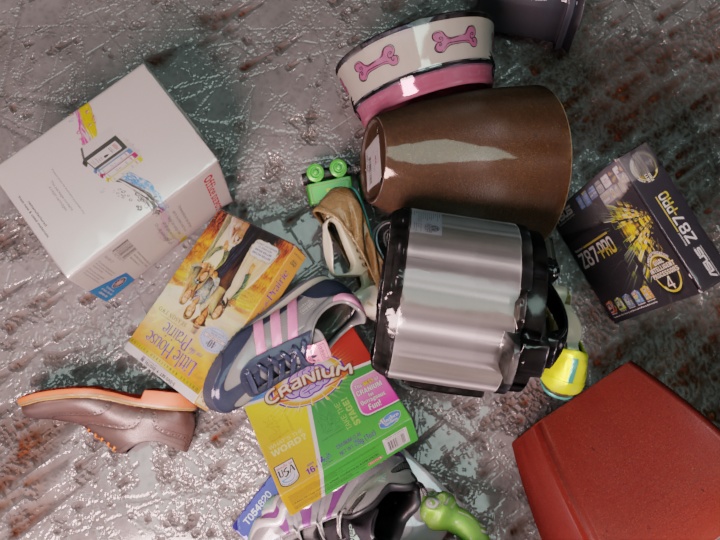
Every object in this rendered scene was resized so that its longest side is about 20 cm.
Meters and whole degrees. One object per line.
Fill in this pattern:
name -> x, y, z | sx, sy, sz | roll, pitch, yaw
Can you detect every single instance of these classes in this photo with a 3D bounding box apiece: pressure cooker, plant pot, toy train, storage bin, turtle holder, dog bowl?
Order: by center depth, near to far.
turtle holder -> 0.070, 0.331, 0.693 | 0.128, 0.141, 0.191 | 16, 91, 13
pressure cooker -> 0.113, 0.034, 0.707 | 0.194, 0.179, 0.181 | 7, 71, 1
plant pot -> 0.277, 0.221, 0.755 | 0.197, 0.201, 0.178 | -29, 70, -10
plant pot -> 0.104, -0.119, 0.784 | 0.194, 0.187, 0.193 | 0, 78, -17
dog bowl -> 0.072, -0.229, 0.824 | 0.195, 0.200, 0.076 | -15, 89, -8
toy train -> 0.021, -0.120, 0.872 | 0.194, 0.042, 0.058 | -12, 89, -8
storage bin -> 0.225, -0.408, 0.908 | 0.130, 0.146, 0.206 | 6, 77, 7

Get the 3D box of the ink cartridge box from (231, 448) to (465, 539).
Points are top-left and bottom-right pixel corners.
ink cartridge box -> -0.014, 0.279, 0.783 | 0.199, 0.041, 0.201 | 39, 78, 4

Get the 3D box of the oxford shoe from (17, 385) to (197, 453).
oxford shoe -> -0.282, 0.167, 0.769 | 0.194, 0.071, 0.075 | 4, 82, -5

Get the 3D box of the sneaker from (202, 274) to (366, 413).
sneaker -> -0.077, 0.082, 0.734 | 0.081, 0.071, 0.200 | 24, 58, 41

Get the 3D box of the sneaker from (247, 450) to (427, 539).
sneaker -> -0.021, 0.257, 0.689 | 0.198, 0.140, 0.079 | -37, 113, -9

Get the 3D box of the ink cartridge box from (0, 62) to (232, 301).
ink cartridge box -> -0.268, -0.094, 0.784 | 0.199, 0.147, 0.145 | -39, 83, -12

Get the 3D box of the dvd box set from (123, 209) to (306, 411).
dvd box set -> -0.168, 0.037, 0.789 | 0.144, 0.029, 0.202 | 24, 75, 37

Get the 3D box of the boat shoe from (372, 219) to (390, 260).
boat shoe -> 0.095, 0.007, 0.836 | 0.199, 0.068, 0.074 | 45, 78, 5

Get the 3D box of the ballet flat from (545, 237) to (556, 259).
ballet flat -> 0.210, -0.087, 0.876 | 0.045, 0.067, 0.206 | -12, 81, 23

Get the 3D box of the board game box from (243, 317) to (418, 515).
board game box -> -0.049, 0.138, 0.752 | 0.150, 0.041, 0.201 | -28, 44, -10

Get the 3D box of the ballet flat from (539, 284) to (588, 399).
ballet flat -> 0.218, 0.057, 0.776 | 0.065, 0.202, 0.069 | 7, 120, -1

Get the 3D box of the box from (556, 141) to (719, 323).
box -> 0.310, -0.034, 0.797 | 0.048, 0.200, 0.164 | -26, 82, -10

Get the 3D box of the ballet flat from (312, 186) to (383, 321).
ballet flat -> 0.000, 0.000, 0.818 | 0.071, 0.068, 0.204 | -26, 92, -28
